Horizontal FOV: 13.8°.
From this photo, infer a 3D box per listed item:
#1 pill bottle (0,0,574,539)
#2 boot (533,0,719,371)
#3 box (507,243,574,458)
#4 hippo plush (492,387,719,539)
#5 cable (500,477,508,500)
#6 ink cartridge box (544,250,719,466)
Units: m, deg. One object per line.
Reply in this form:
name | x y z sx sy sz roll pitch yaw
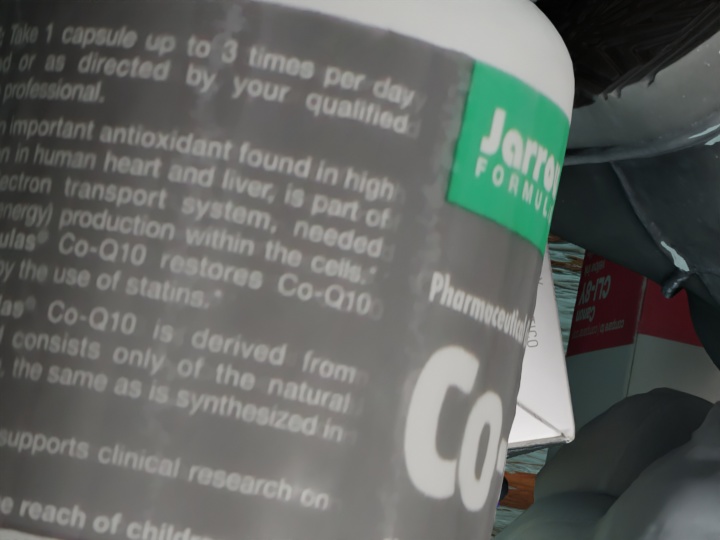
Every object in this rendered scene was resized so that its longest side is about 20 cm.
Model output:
pill bottle | -0.023 -0.002 0.553 0.113 0.201 0.113 11 172 1
boot | 0.101 0.029 0.661 0.200 0.066 0.165 53 169 -13
box | 0.000 0.000 0.813 0.060 0.117 0.200 -7 174 -11
hippo plush | 0.106 0.096 0.793 0.159 0.200 0.161 42 144 -4
cable | -0.030 0.036 0.993 0.162 0.051 0.201 0 127 5
ink cartridge box | 0.135 0.094 0.998 0.145 0.201 0.083 13 172 -13
